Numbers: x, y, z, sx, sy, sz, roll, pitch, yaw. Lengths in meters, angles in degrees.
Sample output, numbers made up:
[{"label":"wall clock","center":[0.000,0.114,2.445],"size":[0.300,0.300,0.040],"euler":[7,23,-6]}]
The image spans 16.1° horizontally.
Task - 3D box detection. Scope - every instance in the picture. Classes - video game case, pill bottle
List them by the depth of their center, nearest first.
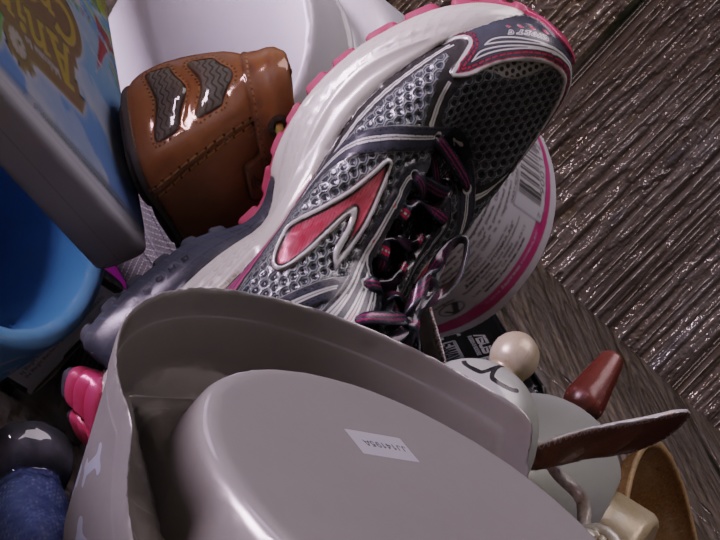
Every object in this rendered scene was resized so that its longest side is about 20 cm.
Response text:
[{"label":"video game case","center":[-0.129,-0.122,0.800],"size":[0.200,0.022,0.183],"euler":[53,20,-53]},{"label":"pill bottle","center":[-0.012,-0.051,1.002],"size":[0.113,0.113,0.200],"euler":[48,9,32]}]

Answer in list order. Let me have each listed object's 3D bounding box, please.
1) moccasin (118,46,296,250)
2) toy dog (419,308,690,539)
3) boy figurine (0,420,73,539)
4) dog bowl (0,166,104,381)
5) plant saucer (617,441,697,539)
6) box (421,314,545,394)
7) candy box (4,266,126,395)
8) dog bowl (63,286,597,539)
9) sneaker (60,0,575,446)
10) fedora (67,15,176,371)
[{"label":"moccasin","center":[-0.017,-0.007,0.896],"size":[0.202,0.077,0.074],"euler":[65,10,-45]},{"label":"toy dog","center":[0.065,0.055,0.880],"size":[0.131,0.097,0.200],"euler":[30,-11,-5]},{"label":"boy figurine","center":[-0.052,0.125,0.684],"size":[0.124,0.064,0.200],"euler":[33,14,-41]},{"label":"dog bowl","center":[-0.157,-0.044,0.823],"size":[0.200,0.049,0.112],"euler":[49,44,-29]},{"label":"plant saucer","center":[0.114,0.172,1.062],"size":[0.200,0.035,0.202],"euler":[-5,90,-73]},{"label":"box","center":[0.050,0.091,1.149],"size":[0.200,0.049,0.159],"euler":[-117,-167,-69]},{"label":"candy box","center":[-0.189,-0.053,0.932],"size":[0.200,0.061,0.137],"euler":[38,11,-39]},{"label":"dog bowl","center":[0.010,0.085,0.684],"size":[0.199,0.059,0.200],"euler":[28,18,-10]},{"label":"sneaker","center":[0.000,0.000,0.808],"size":[0.075,0.200,0.081],"euler":[35,-9,44]},{"label":"fedora","center":[-0.087,-0.003,1.073],"size":[0.201,0.090,0.177],"euler":[54,12,10]}]
